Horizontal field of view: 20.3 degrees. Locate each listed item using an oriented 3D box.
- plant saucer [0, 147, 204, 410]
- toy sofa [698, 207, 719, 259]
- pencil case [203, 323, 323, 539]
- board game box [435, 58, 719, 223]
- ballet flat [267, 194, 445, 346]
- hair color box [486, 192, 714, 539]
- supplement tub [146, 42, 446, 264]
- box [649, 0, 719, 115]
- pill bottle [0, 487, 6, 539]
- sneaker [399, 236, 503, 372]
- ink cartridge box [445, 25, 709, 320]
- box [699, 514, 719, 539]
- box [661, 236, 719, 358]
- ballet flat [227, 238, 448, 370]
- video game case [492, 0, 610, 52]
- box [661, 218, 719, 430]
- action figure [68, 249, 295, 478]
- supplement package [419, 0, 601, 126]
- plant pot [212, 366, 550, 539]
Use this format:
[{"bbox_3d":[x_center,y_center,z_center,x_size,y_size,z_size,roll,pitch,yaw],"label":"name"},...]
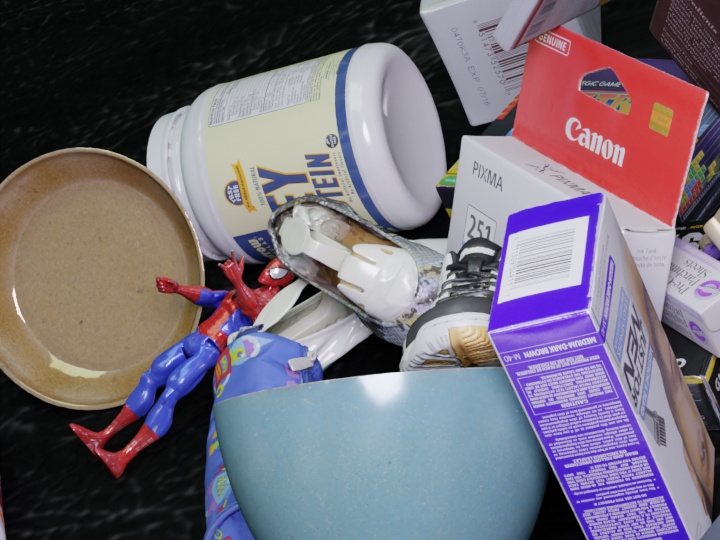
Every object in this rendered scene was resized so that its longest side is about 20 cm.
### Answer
[{"bbox_3d":[-0.205,0.006,1.543,0.200,0.200,0.035,-16,-2,19],"label":"plant saucer"},{"bbox_3d":[0.313,-0.046,1.251,0.200,0.098,0.083,-30,72,-22],"label":"toy sofa"},{"bbox_3d":[-0.060,0.121,1.325,0.087,0.078,0.200,-41,26,23],"label":"pencil case"},{"bbox_3d":[0.180,-0.086,1.465,0.200,0.057,0.165,8,47,44],"label":"board game box"},{"bbox_3d":[0.000,0.000,1.359,0.072,0.072,0.200,-39,39,-18],"label":"ballet flat"},{"bbox_3d":[0.139,0.070,1.127,0.065,0.200,0.109,-12,34,21],"label":"hair color box"},{"bbox_3d":[-0.049,-0.085,1.556,0.200,0.145,0.145,-13,34,24],"label":"supplement tub"},{"bbox_3d":[0.310,-0.181,1.311,0.166,0.200,0.164,-34,75,-9],"label":"box"},{"bbox_3d":[-0.318,0.148,1.456,0.114,0.114,0.200,-27,32,2],"label":"pill bottle"},{"bbox_3d":[0.063,0.022,1.179,0.076,0.088,0.200,-5,-7,9],"label":"sneaker"},{"bbox_3d":[0.128,-0.053,1.262,0.045,0.176,0.200,-1,20,-27],"label":"ink cartridge box"},{"bbox_3d":[0.281,0.151,0.991,0.182,0.104,0.200,13,50,46],"label":"box"},{"bbox_3d":[0.178,-0.005,1.271,0.041,0.039,0.200,-35,32,-10],"label":"box"},{"bbox_3d":[-0.011,0.021,1.448,0.200,0.069,0.069,-35,32,-11],"label":"ballet flat"},{"bbox_3d":[0.182,-0.218,1.265,0.200,0.143,0.017,-28,72,-31],"label":"video game case"},{"bbox_3d":[0.158,0.038,1.309,0.200,0.049,0.160,-6,36,32],"label":"box"},{"bbox_3d":[-0.132,0.047,1.454,0.200,0.099,0.065,-42,40,-12],"label":"action figure"},{"bbox_3d":[0.127,-0.231,1.661,0.117,0.117,0.200,-17,32,18],"label":"supplement package"},{"bbox_3d":[0.019,0.136,1.163,0.200,0.200,0.135,-10,79,27],"label":"plant pot"}]
